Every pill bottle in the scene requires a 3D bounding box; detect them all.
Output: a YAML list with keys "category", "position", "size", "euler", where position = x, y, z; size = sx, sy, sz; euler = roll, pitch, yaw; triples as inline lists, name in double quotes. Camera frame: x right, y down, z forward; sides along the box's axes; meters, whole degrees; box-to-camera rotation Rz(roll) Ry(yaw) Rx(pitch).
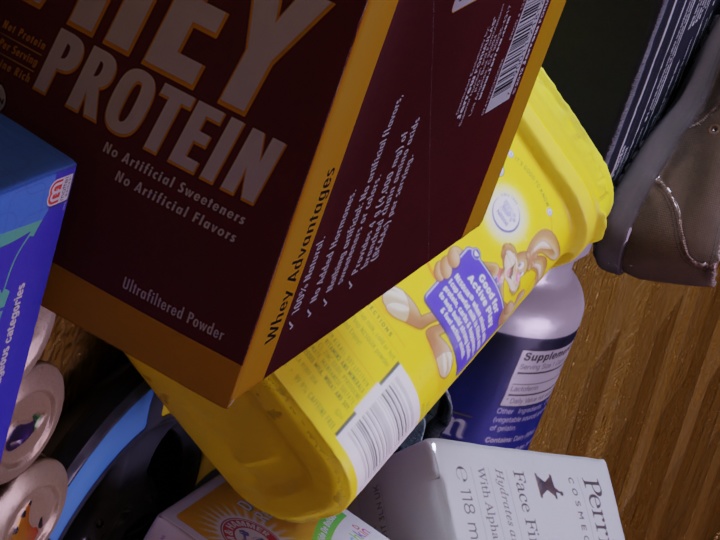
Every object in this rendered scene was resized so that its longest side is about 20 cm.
- category: "pill bottle"
  position: [0.050, 0.038, 1.268]
  size: [0.116, 0.116, 0.200]
  euler: [-29, 143, -63]

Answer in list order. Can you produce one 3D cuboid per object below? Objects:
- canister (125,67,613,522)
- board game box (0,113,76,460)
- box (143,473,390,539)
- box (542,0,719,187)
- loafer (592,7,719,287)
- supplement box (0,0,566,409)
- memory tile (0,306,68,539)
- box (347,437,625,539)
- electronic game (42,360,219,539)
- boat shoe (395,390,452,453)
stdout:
- category: "canister"
  position: [-0.003, -0.014, 0.975]
  size: [0.086, 0.149, 0.200]
  euler: [-19, -157, 51]
- category: "board game box"
  position: [-0.174, 0.048, 0.677]
  size: [0.200, 0.045, 0.152]
  euler: [-27, 142, -51]
- category: "box"
  position: [-0.071, 0.195, 1.042]
  size: [0.200, 0.101, 0.112]
  euler: [-60, 169, 18]
- category: "box"
  position: [0.121, -0.157, 1.158]
  size: [0.198, 0.123, 0.200]
  euler: [-45, 158, -49]
- category: "loafer"
  position: [0.188, -0.072, 1.160]
  size: [0.200, 0.071, 0.073]
  euler: [-58, 165, -9]
- category: "supplement box"
  position: [-0.024, -0.097, 0.788]
  size: [0.200, 0.133, 0.198]
  euler: [-34, 148, -59]
- category: "memory tile"
  position: [-0.157, 0.101, 0.849]
  size: [0.153, 0.017, 0.200]
  euler: [-43, 149, -36]
- category: "box"
  position: [0.027, 0.206, 1.136]
  size: [0.200, 0.200, 0.131]
  euler: [-29, 155, 37]
- category: "electronic game"
  position: [-0.113, 0.120, 1.027]
  size: [0.200, 0.042, 0.200]
  euler: [-55, 163, -26]
- category: "boat shoe"
  position: [0.005, 0.035, 1.167]
  size: [0.071, 0.091, 0.201]
  euler: [-48, 159, -40]
